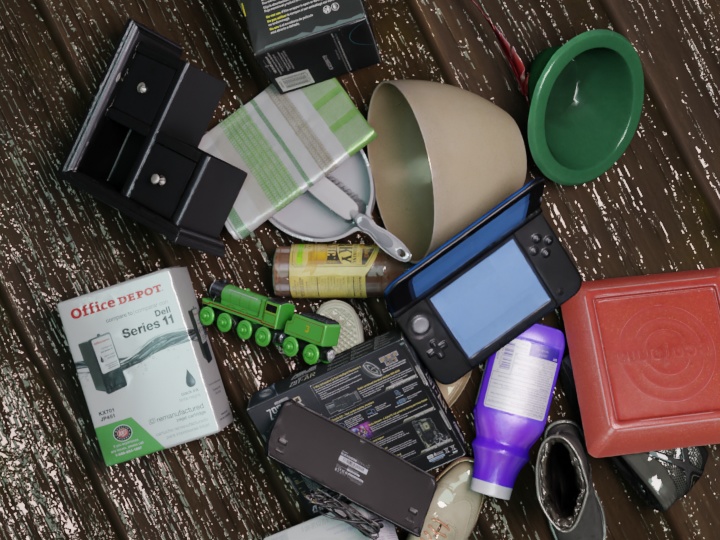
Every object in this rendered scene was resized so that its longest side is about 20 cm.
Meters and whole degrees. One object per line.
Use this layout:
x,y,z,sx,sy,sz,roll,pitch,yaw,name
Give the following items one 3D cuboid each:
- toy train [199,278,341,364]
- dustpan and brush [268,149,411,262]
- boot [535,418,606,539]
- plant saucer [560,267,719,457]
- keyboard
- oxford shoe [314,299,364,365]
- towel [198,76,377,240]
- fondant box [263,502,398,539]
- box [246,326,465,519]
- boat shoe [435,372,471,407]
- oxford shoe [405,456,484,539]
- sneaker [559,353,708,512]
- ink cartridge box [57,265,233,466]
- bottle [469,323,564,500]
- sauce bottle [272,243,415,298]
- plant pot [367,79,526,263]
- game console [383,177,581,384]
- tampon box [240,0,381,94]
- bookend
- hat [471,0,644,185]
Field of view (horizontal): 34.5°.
-0.106,0.057,1.321,0.200,0.042,0.057,18,99,34,toy train
-0.013,-0.070,1.314,0.200,0.057,0.140,39,96,18,dustpan and brush
0.229,0.250,1.254,0.072,0.200,0.182,-16,90,5,boot
0.334,0.094,1.276,0.199,0.037,0.201,-6,72,-3,plant saucer
-0.019,0.230,1.273,0.200,0.040,0.104,29,54,-5,keyboard
-0.023,0.125,1.350,0.075,0.058,0.201,-3,106,-1,oxford shoe
-0.093,-0.142,1.335,0.200,0.031,0.149,-35,62,3,towel
-0.014,0.374,1.302,0.144,0.058,0.200,-27,70,26,fondant box
-0.004,0.174,1.313,0.200,0.044,0.160,-26,106,12,box
0.108,0.077,1.326,0.074,0.069,0.200,23,94,4,boat shoe
0.088,0.309,1.332,0.071,0.074,0.200,27,94,4,oxford shoe
0.316,0.161,1.311,0.114,0.076,0.200,-34,72,-15,sneaker
-0.250,0.108,1.354,0.146,0.083,0.201,-18,89,5,ink cartridge box
0.171,0.156,1.312,0.083,0.065,0.201,14,84,2,bottle
0.000,0.000,1.339,0.199,0.065,0.065,-1,91,4,sauce bottle
0.103,-0.118,1.276,0.134,0.200,0.201,-12,90,-17,plant pot
0.134,0.017,1.213,0.200,0.118,0.171,-35,107,-2,game console
-0.069,-0.323,1.277,0.126,0.150,0.201,-17,79,5,tampon box
-0.208,-0.148,1.301,0.200,0.092,0.199,29,94,30,bookend
0.207,-0.218,1.331,0.165,0.176,0.201,-12,117,-30,hat
